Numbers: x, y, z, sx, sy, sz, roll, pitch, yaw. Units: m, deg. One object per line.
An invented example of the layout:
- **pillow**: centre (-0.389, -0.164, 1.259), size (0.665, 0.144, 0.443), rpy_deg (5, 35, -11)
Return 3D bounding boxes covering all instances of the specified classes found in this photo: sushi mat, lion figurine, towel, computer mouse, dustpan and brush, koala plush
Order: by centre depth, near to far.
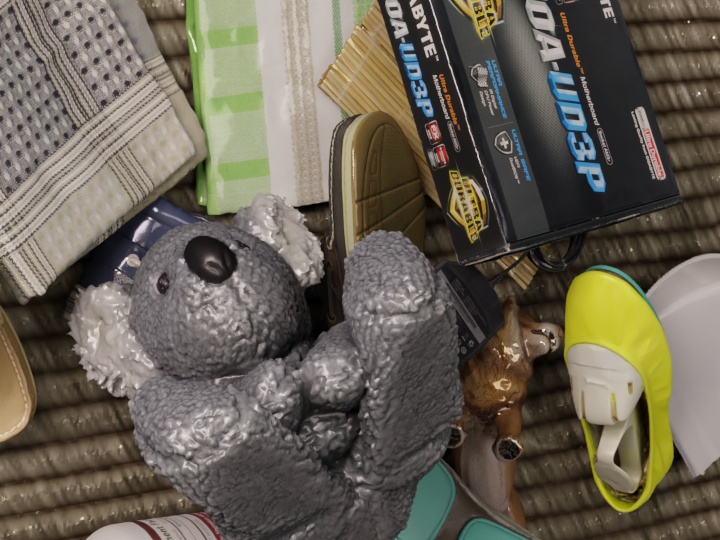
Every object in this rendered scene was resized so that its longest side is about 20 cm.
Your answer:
- **koala plush**: centre (-0.059, 0.048, 1.196), size (0.177, 0.200, 0.184), rpy_deg (-34, 142, -15)
- **towel**: centre (-0.170, -0.106, 1.198), size (0.193, 0.035, 0.200), rpy_deg (61, 36, -14)
- **computer mouse**: centre (0.078, 0.004, 1.358), size (0.200, 0.034, 0.059), rpy_deg (-38, 101, -38)
- **towel**: centre (-0.013, -0.115, 1.361), size (0.200, 0.031, 0.149), rpy_deg (-7, 97, -28)
- **sushi mat**: centre (0.063, -0.087, 1.379), size (0.200, 0.012, 0.096), rpy_deg (44, 73, -25)
- **lion figurine**: centre (0.082, 0.124, 1.415), size (0.072, 0.123, 0.200), rpy_deg (7, 111, 4)
- **dustpan and brush**: centre (0.257, 0.025, 1.528), size (0.200, 0.057, 0.140), rpy_deg (-42, 125, -13)

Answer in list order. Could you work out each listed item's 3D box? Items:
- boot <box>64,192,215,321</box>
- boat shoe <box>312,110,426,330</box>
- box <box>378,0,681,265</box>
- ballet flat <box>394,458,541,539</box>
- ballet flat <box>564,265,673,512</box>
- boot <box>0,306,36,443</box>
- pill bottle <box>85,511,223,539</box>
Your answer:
- **boot**: centre (-0.070, 0.029, 1.311), size (0.200, 0.073, 0.090), rpy_deg (28, 87, -30)
- **boat shoe**: centre (0.001, 0.000, 1.343), size (0.072, 0.066, 0.201), rpy_deg (-34, 123, -44)
- **box**: centre (0.100, -0.116, 1.348), size (0.159, 0.046, 0.200), rpy_deg (-15, 87, -41)
- **ballet flat**: centre (0.047, 0.157, 1.334), size (0.200, 0.064, 0.067), rpy_deg (36, 65, -7)
- **ballet flat**: centre (0.164, 0.084, 1.426), size (0.067, 0.067, 0.200), rpy_deg (-61, 150, -33)
- **boot**: centre (-0.220, 0.021, 1.168), size (0.073, 0.155, 0.200), rpy_deg (-30, 110, -14)
- **pill bottle**: centre (-0.097, 0.198, 1.292), size (0.200, 0.113, 0.113), rpy_deg (-5, 98, -30)
